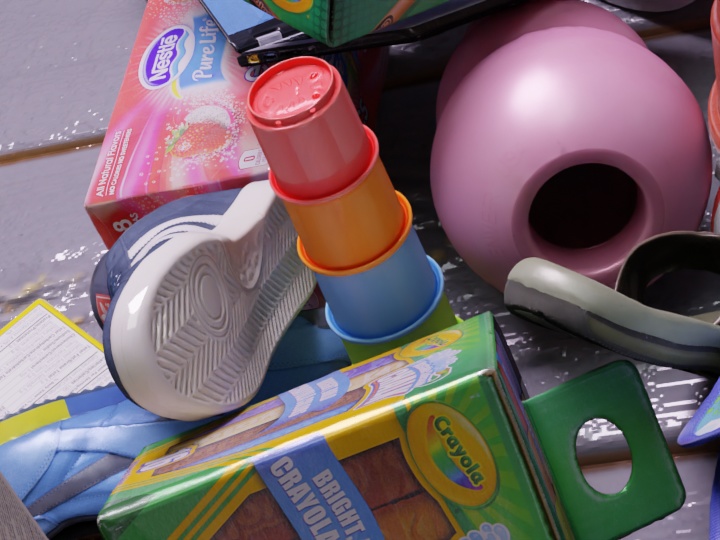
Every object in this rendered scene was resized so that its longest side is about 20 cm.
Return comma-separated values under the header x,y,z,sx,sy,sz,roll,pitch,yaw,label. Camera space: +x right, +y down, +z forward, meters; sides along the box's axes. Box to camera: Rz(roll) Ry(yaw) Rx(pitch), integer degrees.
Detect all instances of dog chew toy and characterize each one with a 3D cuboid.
x,y,z,sx,sy,sz,roll,pitch,yaw,label
0.089,-0.068,1.064,0.124,0.125,0.200,-20,28,7,dog chew toy

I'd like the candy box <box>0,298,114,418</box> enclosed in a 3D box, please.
x,y,z,sx,sy,sz,roll,pitch,yaw,label
-0.197,0.100,1.101,0.200,0.027,0.102,-41,44,-17,candy box

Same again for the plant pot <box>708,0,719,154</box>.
x,y,z,sx,sy,sz,roll,pitch,yaw,label
0.218,-0.161,0.928,0.199,0.196,0.201,-13,30,8,plant pot

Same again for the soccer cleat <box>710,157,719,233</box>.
x,y,z,sx,sy,sz,roll,pitch,yaw,label
0.238,-0.062,1.017,0.199,0.069,0.085,-34,36,-17,soccer cleat

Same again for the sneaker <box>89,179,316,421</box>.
x,y,z,sx,sy,sz,roll,pitch,yaw,label
-0.082,0.017,0.972,0.084,0.076,0.200,-12,10,17,sneaker

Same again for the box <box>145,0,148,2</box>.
x,y,z,sx,sy,sz,roll,pitch,yaw,label
-0.022,-0.232,1.325,0.199,0.086,0.164,3,48,30,box

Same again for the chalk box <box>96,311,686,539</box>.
x,y,z,sx,sy,sz,roll,pitch,yaw,label
0.021,0.099,0.877,0.199,0.125,0.124,-22,6,7,chalk box

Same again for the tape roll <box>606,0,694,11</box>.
x,y,z,sx,sy,sz,roll,pitch,yaw,label
0.123,-0.227,1.153,0.071,0.203,0.202,-41,42,-20,tape roll

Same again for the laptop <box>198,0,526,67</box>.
x,y,z,sx,sy,sz,roll,pitch,yaw,label
0.014,-0.178,1.112,0.187,0.117,0.199,-24,14,-37,laptop

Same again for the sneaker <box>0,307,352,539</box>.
x,y,z,sx,sy,sz,roll,pitch,yaw,label
-0.076,0.079,1.045,0.199,0.066,0.079,-21,72,-8,sneaker

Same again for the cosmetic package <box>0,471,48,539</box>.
x,y,z,sx,sy,sz,roll,pitch,yaw,label
-0.154,0.134,0.904,0.071,0.201,0.105,-27,38,-1,cosmetic package

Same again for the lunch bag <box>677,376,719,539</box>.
x,y,z,sx,sy,sz,roll,pitch,yaw,label
0.203,0.058,0.784,0.170,0.127,0.201,-35,40,42,lunch bag

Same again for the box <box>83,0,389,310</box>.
x,y,z,sx,sy,sz,roll,pitch,yaw,label
-0.057,-0.075,1.164,0.102,0.095,0.201,-9,42,20,box

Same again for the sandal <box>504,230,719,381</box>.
x,y,z,sx,sy,sz,roll,pitch,yaw,label
0.131,0.011,0.913,0.079,0.200,0.058,14,89,35,sandal

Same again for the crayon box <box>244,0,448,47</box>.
x,y,z,sx,sy,sz,roll,pitch,yaw,label
0.016,-0.173,1.040,0.118,0.059,0.199,31,41,34,crayon box

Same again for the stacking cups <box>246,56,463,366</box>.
x,y,z,sx,sy,sz,roll,pitch,yaw,label
0.000,0.000,0.968,0.060,0.201,0.061,-16,41,14,stacking cups
